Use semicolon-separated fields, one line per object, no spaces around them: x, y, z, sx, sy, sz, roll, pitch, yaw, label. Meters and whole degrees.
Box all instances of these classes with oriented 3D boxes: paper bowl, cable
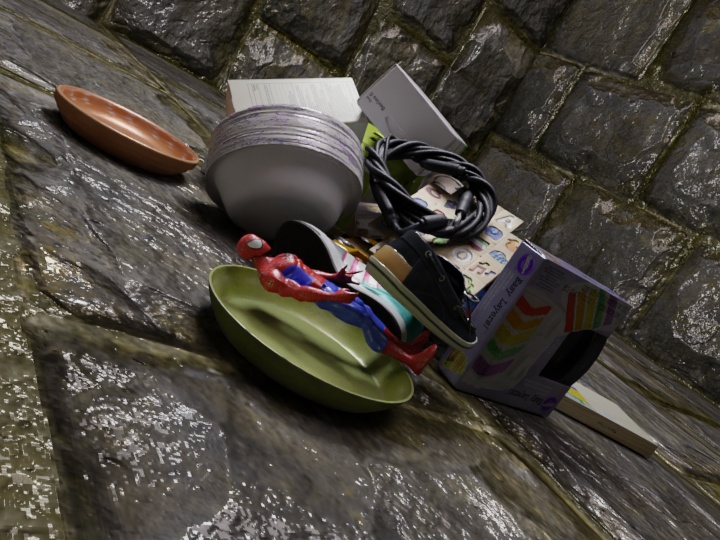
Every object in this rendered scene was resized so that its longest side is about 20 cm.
-0.096;-0.110;0.831;0.200;0.200;0.105;23;57;-36;paper bowl
0.089;-0.120;0.861;0.163;0.051;0.200;-8;47;-16;cable

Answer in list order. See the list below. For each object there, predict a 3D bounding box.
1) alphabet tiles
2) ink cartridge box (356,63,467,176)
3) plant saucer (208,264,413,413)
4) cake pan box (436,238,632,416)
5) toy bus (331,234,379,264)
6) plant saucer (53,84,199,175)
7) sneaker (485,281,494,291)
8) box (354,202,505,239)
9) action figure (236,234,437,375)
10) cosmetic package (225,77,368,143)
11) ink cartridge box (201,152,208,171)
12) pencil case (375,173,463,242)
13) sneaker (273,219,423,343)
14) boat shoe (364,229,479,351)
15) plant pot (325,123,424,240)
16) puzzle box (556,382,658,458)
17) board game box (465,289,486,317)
0.113;-0.043;0.831;0.166;0.006;0.200;37;52;25;alphabet tiles
0.087;-0.227;1.030;0.146;0.084;0.200;50;14;2;ink cartridge box
-0.046;0.062;0.561;0.200;0.031;0.200;32;10;-6;plant saucer
0.214;0.079;0.792;0.200;0.184;0.052;24;17;-37;cake pan box
0.000;0.000;0.868;0.078;0.065;0.200;35;11;10;toy bus
-0.317;-0.184;0.886;0.200;0.038;0.200;30;11;-6;plant saucer
0.213;0.009;0.937;0.075;0.085;0.200;49;1;16;sneaker
0.091;-0.059;0.881;0.199;0.039;0.041;7;23;-2;box
-0.023;0.024;0.596;0.200;0.052;0.065;28;16;-10;action figure
-0.100;-0.234;1.003;0.199;0.071;0.105;-6;59;-18;cosmetic package
-0.160;-0.137;0.998;0.095;0.037;0.200;23;-2;-39;ink cartridge box
0.100;-0.071;1.091;0.089;0.200;0.078;33;38;-9;pencil case
0.000;0.016;0.735;0.200;0.084;0.121;45;21;24;sneaker
0.075;0.023;0.631;0.075;0.062;0.200;42;0;39;boat shoe
-0.022;-0.151;1.145;0.199;0.200;0.181;33;19;8;plant pot
0.341;0.203;1.001;0.200;0.025;0.133;29;12;-13;puzzle box
0.134;0.024;0.983;0.196;0.056;0.200;49;2;-28;board game box
